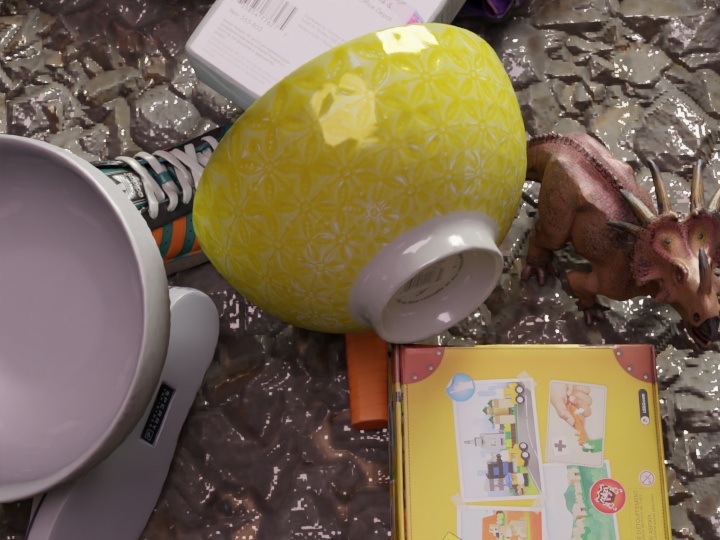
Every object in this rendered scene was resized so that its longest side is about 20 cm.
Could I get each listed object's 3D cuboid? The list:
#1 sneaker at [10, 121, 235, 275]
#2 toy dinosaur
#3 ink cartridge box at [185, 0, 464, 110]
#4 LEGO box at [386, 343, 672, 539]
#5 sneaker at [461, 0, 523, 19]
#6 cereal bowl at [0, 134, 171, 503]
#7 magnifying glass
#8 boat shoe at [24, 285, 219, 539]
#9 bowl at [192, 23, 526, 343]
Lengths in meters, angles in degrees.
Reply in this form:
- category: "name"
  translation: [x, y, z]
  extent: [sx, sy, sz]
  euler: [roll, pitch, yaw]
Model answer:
- category: "sneaker"
  translation: [-0.129, -0.039, 1.032]
  extent: [0.200, 0.080, 0.071]
  euler: [-32, 68, -10]
- category: "toy dinosaur"
  translation: [0.146, -0.035, 0.985]
  extent: [0.200, 0.136, 0.086]
  euler: [39, 74, 18]
- category: "ink cartridge box"
  translation: [-0.001, -0.175, 1.023]
  extent: [0.115, 0.068, 0.200]
  euler: [34, 84, 7]
- category: "LEGO box"
  translation: [0.091, 0.145, 0.935]
  extent: [0.148, 0.077, 0.201]
  euler: [0, 68, -3]
- category: "sneaker"
  translation: [0.095, -0.212, 1.101]
  extent: [0.199, 0.081, 0.089]
  euler: [-23, 74, -1]
- category: "cereal bowl"
  translation: [-0.191, 0.026, 0.938]
  extent: [0.199, 0.083, 0.201]
  euler: [0, 89, 18]
- category: "magnifying glass"
  translation: [0.000, 0.000, 1.041]
  extent: [0.079, 0.022, 0.201]
  euler: [-5, 68, 1]
- category: "boat shoe"
  translation: [-0.154, 0.097, 0.992]
  extent: [0.070, 0.071, 0.201]
  euler: [9, 69, 37]
- category: "bowl"
  translation: [0.018, -0.026, 0.927]
  extent: [0.199, 0.200, 0.108]
  euler: [-27, 60, -8]
